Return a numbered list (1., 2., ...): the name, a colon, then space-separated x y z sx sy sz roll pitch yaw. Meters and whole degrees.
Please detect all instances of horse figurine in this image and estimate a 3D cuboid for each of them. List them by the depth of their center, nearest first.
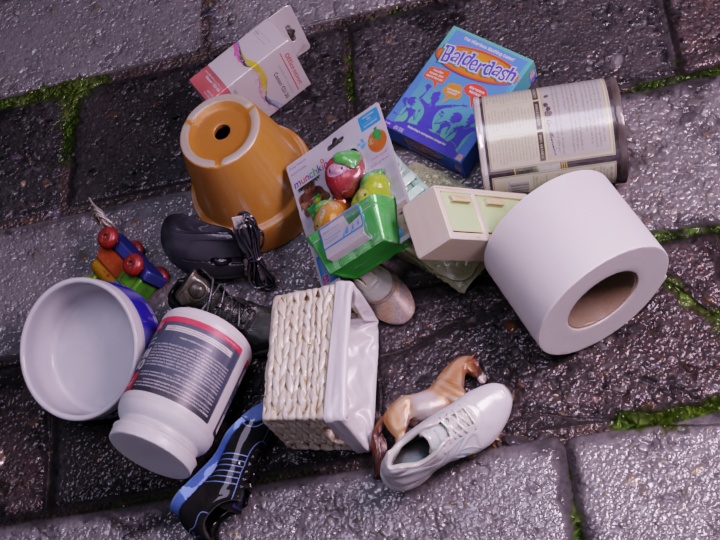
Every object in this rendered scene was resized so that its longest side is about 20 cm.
1. horse figurine: 0.091 0.200 1.610 0.198 0.050 0.134 -25 66 0

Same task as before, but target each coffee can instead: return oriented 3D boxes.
1. coffee can: 0.261 -0.182 1.686 0.197 0.147 0.148 -7 61 7

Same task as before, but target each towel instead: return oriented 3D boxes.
1. towel: 0.114 -0.068 1.750 0.199 0.037 0.149 30 75 28

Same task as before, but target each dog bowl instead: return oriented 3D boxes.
1. dog bowl: -0.386 0.114 1.749 0.197 0.079 0.204 -2 84 20

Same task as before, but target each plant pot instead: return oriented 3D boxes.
1. plant pot: -0.176 -0.157 1.800 0.197 0.184 0.203 -7 61 13

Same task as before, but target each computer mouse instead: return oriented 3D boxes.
1. computer mouse: -0.226 -0.030 1.789 0.198 0.140 0.053 11 43 32

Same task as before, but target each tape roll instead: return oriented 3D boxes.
1. tape roll: 0.277 -0.009 1.572 0.201 0.203 0.140 -33 59 -2

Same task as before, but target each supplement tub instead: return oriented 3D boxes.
1. supplement tub: -0.246 0.166 1.667 0.138 0.141 0.202 12 59 22

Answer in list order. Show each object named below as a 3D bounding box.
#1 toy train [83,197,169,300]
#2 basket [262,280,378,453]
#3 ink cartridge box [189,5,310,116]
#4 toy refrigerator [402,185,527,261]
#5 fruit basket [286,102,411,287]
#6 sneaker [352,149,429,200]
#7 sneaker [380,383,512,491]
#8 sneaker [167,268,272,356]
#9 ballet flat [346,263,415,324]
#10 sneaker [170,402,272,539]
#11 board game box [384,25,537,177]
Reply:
1. toy train: -0.392 -0.009 1.859 0.200 0.085 0.116 42 94 30
2. basket: -0.053 0.134 1.640 0.121 0.136 0.203 -6 61 16
3. ink cartridge box: -0.156 -0.309 1.912 0.199 0.117 0.068 -40 58 -5
4. toy refrigerator: 0.154 -0.061 1.609 0.070 0.198 0.077 -33 66 40
5. fruit basket: -0.019 -0.100 1.658 0.184 0.093 0.203 -30 71 32
6. sneaker: 0.047 -0.125 1.709 0.074 0.119 0.200 -42 57 -11
7. sneaker: 0.111 0.209 1.540 0.199 0.080 0.071 -35 71 -7
8. sneaker: -0.193 0.060 1.736 0.197 0.114 0.077 18 71 22
9. ballet flat: 0.000 0.000 1.731 0.068 0.067 0.200 -45 59 0
10. sneaker: -0.167 0.275 1.645 0.078 0.070 0.201 38 86 27
11. board game box: 0.149 -0.257 1.831 0.151 0.045 0.201 28 74 27
